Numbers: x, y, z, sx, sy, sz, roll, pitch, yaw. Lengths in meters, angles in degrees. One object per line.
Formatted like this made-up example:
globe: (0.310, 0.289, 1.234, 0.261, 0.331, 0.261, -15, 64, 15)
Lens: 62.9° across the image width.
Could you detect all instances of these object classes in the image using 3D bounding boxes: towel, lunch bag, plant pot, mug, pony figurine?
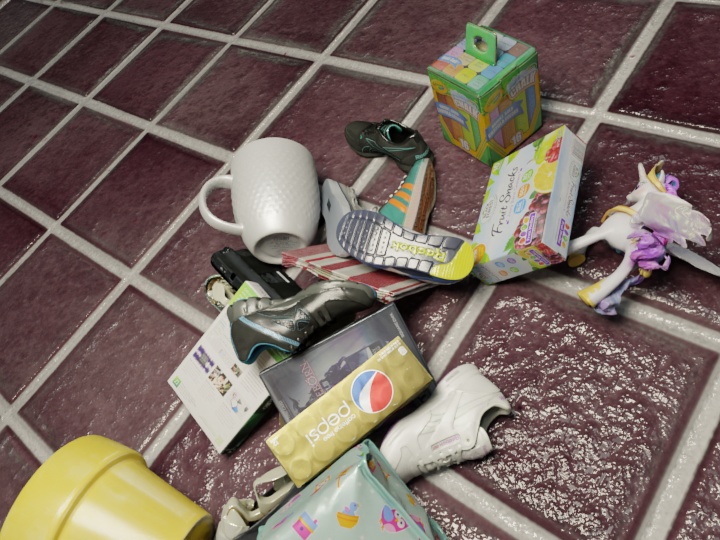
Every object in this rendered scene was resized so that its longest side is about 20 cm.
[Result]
towel: (0.000, 0.000, 0.872, 0.200, 0.144, 0.023, 20, 110, 31)
lunch bag: (0.008, 0.316, 0.631, 0.170, 0.122, 0.200, -41, 88, -2)
plant pot: (-0.294, 0.330, 0.723, 0.188, 0.201, 0.201, 16, 63, 12)
mug: (-0.163, -0.107, 0.968, 0.199, 0.148, 0.176, 2, 55, -18)
pony figurine: (0.353, -0.035, 0.741, 0.200, 0.166, 0.193, -43, 39, 11)

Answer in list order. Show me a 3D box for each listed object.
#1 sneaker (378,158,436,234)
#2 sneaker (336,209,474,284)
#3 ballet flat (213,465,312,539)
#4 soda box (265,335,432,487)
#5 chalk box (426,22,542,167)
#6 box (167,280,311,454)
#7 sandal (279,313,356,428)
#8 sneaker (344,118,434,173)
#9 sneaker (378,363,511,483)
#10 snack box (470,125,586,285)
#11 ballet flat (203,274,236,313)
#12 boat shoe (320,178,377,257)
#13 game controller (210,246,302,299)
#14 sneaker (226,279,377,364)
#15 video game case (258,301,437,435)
sneaker: (0.067, -0.101, 0.936, 0.080, 0.071, 0.200, 1, 54, 26)
sneaker: (0.060, -0.026, 0.825, 0.199, 0.082, 0.074, 20, 84, 14)
ballet flat: (-0.126, 0.299, 0.738, 0.200, 0.073, 0.073, -36, 52, -6)
soda box: (-0.010, 0.170, 0.708, 0.200, 0.064, 0.068, -38, 74, -7)
chalk box: (0.196, -0.290, 0.932, 0.124, 0.200, 0.124, -40, 52, -7)
box: (-0.171, 0.136, 0.834, 0.144, 0.036, 0.200, 45, 103, 24)
sandal: (-0.048, 0.130, 0.833, 0.077, 0.070, 0.212, 22, 90, 32)
sneaker: (0.045, -0.238, 1.036, 0.200, 0.079, 0.075, 28, 71, 36)
sneaker: (0.097, 0.205, 0.711, 0.200, 0.075, 0.100, -44, 54, -10)
snack box: (0.233, -0.090, 0.831, 0.142, 0.053, 0.200, -26, 38, 55)
ballet flat: (-0.185, 0.068, 0.923, 0.074, 0.074, 0.200, -46, 52, -12)
boat shoe: (-0.010, -0.081, 0.945, 0.086, 0.075, 0.202, 10, 27, -18)
game controller: (-0.153, 0.021, 0.933, 0.200, 0.104, 0.042, 40, 112, 36)
sneaker: (-0.072, 0.067, 0.761, 0.199, 0.073, 0.082, -14, 68, 9)
video game case: (-0.012, 0.150, 0.772, 0.200, 0.019, 0.143, -28, 96, 1)
